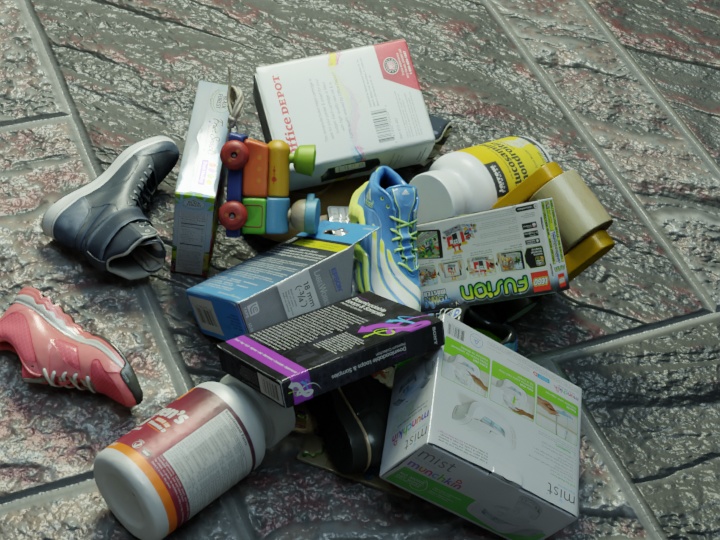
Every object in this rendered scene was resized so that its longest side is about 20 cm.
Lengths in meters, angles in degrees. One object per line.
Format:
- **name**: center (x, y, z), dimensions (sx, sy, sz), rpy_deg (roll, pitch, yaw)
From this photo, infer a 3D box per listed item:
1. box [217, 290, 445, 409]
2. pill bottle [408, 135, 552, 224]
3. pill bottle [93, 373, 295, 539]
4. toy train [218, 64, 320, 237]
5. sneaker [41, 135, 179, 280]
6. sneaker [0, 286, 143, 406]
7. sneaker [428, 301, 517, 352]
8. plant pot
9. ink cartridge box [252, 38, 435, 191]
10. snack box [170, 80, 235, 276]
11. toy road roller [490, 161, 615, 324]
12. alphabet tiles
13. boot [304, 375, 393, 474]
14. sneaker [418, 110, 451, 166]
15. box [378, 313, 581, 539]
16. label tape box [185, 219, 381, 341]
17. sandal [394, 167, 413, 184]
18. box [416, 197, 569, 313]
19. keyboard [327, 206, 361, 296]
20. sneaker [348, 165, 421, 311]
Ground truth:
- **box**: center (-0.031, 0.079, 1.358), dimensions (0.200, 0.036, 0.143), rpy_deg (-20, 22, -27)
- **pill bottle**: center (0.153, -0.104, 1.647), dimensions (0.200, 0.112, 0.112), rpy_deg (-20, 55, -43)
- **pill bottle**: center (-0.170, 0.186, 1.345), dimensions (0.110, 0.110, 0.200), rpy_deg (40, 53, 21)
- **toy train**: center (-0.103, -0.138, 1.509), dimensions (0.116, 0.200, 0.085), rpy_deg (3, 7, 1)
- **sneaker**: center (-0.263, -0.073, 1.561), dimensions (0.146, 0.077, 0.202), rpy_deg (31, 59, 29)
- **sneaker**: center (-0.327, 0.104, 1.420), dimensions (0.200, 0.074, 0.087), rpy_deg (33, 64, 20)
- **sneaker**: center (0.092, 0.069, 1.523), dimensions (0.200, 0.089, 0.079), rpy_deg (10, 48, -1)
- **plant pot**: center (-0.067, -0.107, 1.649), dimensions (0.200, 0.028, 0.200), rpy_deg (-2, 42, 2)
- **ink cartridge box**: center (-0.025, -0.195, 1.618), dimensions (0.200, 0.083, 0.146), rpy_deg (-13, 77, -11)
- **snack box**: center (-0.193, -0.114, 1.579), dimensions (0.053, 0.142, 0.200), rpy_deg (9, 48, -5)
- **toy road roller**: center (0.223, -0.033, 1.580), dimensions (0.123, 0.200, 0.146), rpy_deg (56, 27, 14)
- **alphabet tiles**: center (0.015, 0.173, 1.470), dimensions (0.200, 0.006, 0.167), rpy_deg (19, 48, 4)
- **boot**: center (0.012, 0.135, 1.460), dimensions (0.138, 0.077, 0.200), rpy_deg (-5, 58, -27)
- **sneaker**: center (0.051, -0.222, 1.771), dimensions (0.146, 0.077, 0.202), rpy_deg (17, 40, -9)
- **box**: center (0.137, 0.174, 1.392), dimensions (0.200, 0.097, 0.177), rpy_deg (28, 46, -20)
- **label tape box**: center (-0.081, 0.013, 1.486), dimensions (0.200, 0.063, 0.144), rpy_deg (-28, 19, -25)
- **sandal**: center (0.045, -0.065, 1.664), dimensions (0.075, 0.048, 0.201), rpy_deg (9, 37, -4)
- **box**: center (0.143, -0.015, 1.520), dimensions (0.035, 0.200, 0.110), rpy_deg (-14, 93, -53)
- **keyboard**: center (0.000, 0.000, 1.530), dimensions (0.056, 0.011, 0.200), rpy_deg (4, 50, -18)
- **sneaker**: center (0.033, -0.038, 1.496), dimensions (0.076, 0.105, 0.200), rpy_deg (-3, 52, -21)
